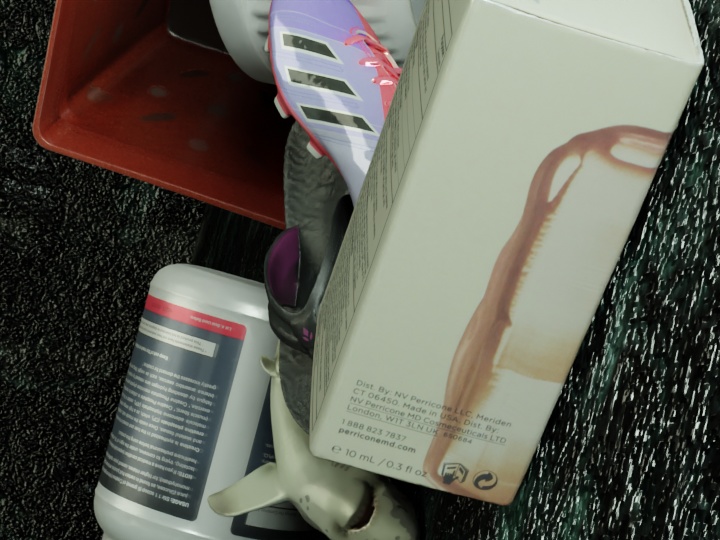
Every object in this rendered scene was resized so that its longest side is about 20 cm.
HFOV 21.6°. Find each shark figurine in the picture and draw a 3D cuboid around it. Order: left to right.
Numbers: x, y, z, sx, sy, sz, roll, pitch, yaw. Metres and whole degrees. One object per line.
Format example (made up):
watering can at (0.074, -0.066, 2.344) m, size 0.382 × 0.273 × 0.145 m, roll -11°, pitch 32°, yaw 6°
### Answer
shark figurine at (-0.006, 0.062, 0.977) m, size 0.127 × 0.089 × 0.216 m, roll -23°, pitch 53°, yaw 35°

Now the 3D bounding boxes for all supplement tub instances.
supplement tub at (-0.085, 0.107, 1.168) m, size 0.140 × 0.139 × 0.202 m, roll -162°, pitch 87°, yaw -81°

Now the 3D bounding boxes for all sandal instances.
sandal at (-0.022, -0.005, 0.927) m, size 0.075 × 0.048 × 0.202 m, roll -30°, pitch 50°, yaw 32°

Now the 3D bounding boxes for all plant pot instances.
plant pot at (-0.086, -0.176, 1.287) m, size 0.177 × 0.198 × 0.201 m, roll -62°, pitch -11°, yaw -62°

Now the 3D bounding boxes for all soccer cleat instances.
soccer cleat at (0.015, -0.059, 0.879) m, size 0.076 × 0.066 × 0.202 m, roll -40°, pitch 62°, yaw 46°

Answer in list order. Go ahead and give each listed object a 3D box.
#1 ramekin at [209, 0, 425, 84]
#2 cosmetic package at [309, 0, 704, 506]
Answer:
ramekin at (0.006, -0.194, 0.999) m, size 0.200 × 0.104 × 0.202 m, roll 9°, pitch -90°, yaw -69°
cosmetic package at (0.048, -0.025, 0.711) m, size 0.104 × 0.086 × 0.201 m, roll -86°, pitch 13°, yaw -56°
